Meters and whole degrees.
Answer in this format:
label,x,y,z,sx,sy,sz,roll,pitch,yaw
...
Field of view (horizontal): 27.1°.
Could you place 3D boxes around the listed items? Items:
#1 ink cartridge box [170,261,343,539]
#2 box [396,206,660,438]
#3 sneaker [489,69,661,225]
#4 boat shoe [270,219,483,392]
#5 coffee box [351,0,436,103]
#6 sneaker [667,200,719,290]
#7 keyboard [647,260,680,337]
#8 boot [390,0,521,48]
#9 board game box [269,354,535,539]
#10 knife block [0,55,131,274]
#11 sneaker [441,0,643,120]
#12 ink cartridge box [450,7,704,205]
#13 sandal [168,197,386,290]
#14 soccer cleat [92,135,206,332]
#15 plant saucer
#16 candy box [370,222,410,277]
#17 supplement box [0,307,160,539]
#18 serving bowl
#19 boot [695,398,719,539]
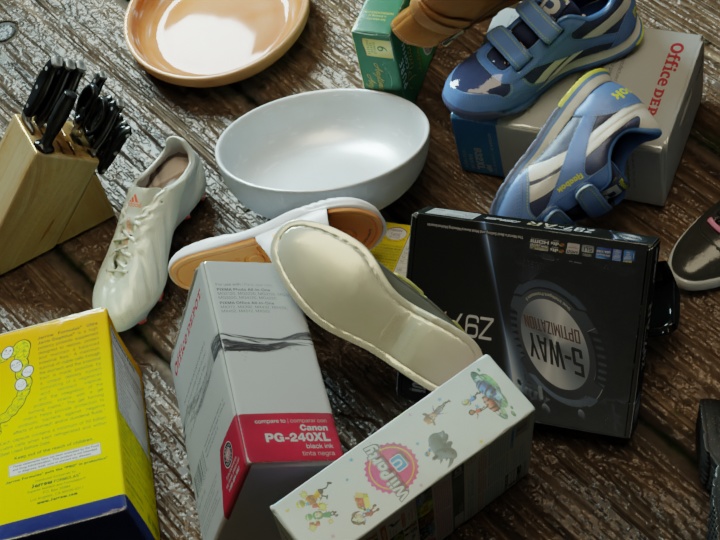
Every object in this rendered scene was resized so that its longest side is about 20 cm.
label,x,y,z,sx,sy,sz,roll,pitch,yaw
ink cartridge box,-0.089,0.111,1.204,0.083,0.145,0.200,0,50,-21
box,0.135,0.040,1.220,0.200,0.161,0.044,9,12,18
sneaker,0.175,-0.070,1.263,0.082,0.074,0.200,36,97,19
boat shoe,0.013,0.032,1.202,0.202,0.060,0.072,37,91,8
coffee box,0.049,-0.263,1.474,0.044,0.123,0.200,10,59,18
sneaker,0.341,-0.066,1.280,0.200,0.099,0.071,-35,56,-12
keyboard,0.177,0.034,1.281,0.200,0.040,0.104,-7,48,21
boot,0.134,-0.258,1.368,0.200,0.155,0.077,-14,69,-48
board game box,0.036,0.168,1.141,0.200,0.148,0.064,-35,65,-14
knife block,-0.308,-0.102,1.400,0.200,0.176,0.064,-28,53,-9
sneaker,0.157,-0.205,1.327,0.200,0.082,0.074,-31,54,-8
ink cartridge box,0.203,-0.154,1.383,0.200,0.084,0.145,12,57,21
sandal,-0.072,-0.002,1.307,0.206,0.079,0.059,-17,50,17
soccer cleat,-0.202,-0.036,1.389,0.069,0.078,0.200,10,57,19
plant saucer,-0.149,-0.264,1.570,0.200,0.037,0.200,-6,53,7
candy box,0.000,0.000,1.342,0.200,0.026,0.102,9,58,24
supplement box,-0.239,0.150,1.242,0.109,0.109,0.200,-14,52,2
serving bowl,-0.031,-0.097,1.388,0.200,0.066,0.200,-6,32,4
boot,0.327,0.179,1.126,0.131,0.070,0.200,0,58,6
